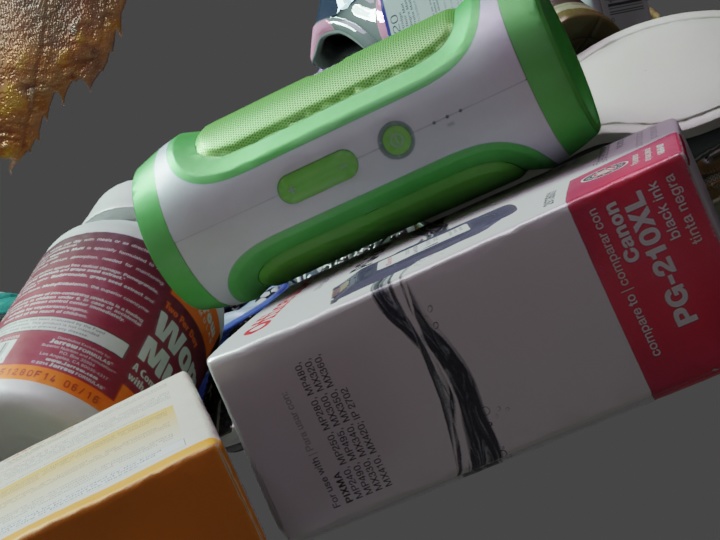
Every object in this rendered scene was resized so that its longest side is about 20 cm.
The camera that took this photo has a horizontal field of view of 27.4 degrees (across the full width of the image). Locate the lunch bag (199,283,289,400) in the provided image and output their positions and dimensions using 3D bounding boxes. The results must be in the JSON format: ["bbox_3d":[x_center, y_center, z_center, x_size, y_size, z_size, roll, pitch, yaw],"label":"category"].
[{"bbox_3d":[-0.126,0.072,0.939,0.200,0.076,0.160,-31,11,-36],"label":"lunch bag"}]

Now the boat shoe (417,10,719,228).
[{"bbox_3d":[0.118,-0.061,0.699,0.199,0.062,0.073,-22,49,10],"label":"boat shoe"}]

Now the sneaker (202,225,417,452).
[{"bbox_3d":[-0.013,0.050,0.771,0.200,0.080,0.074,-35,40,40],"label":"sneaker"}]

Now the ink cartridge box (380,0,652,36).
[{"bbox_3d":[0.097,-0.092,0.838,0.040,0.201,0.200,-16,3,-29],"label":"ink cartridge box"}]

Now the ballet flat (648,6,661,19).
[{"bbox_3d":[0.150,-0.133,0.962,0.070,0.066,0.200,-16,9,34],"label":"ballet flat"}]

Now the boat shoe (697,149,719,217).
[{"bbox_3d":[0.206,-0.068,0.775,0.072,0.076,0.200,-30,8,-37],"label":"boat shoe"}]

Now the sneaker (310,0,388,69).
[{"bbox_3d":[0.047,-0.144,0.947,0.200,0.082,0.070,25,3,43],"label":"sneaker"}]

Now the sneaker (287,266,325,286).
[{"bbox_3d":[0.000,0.000,0.913,0.085,0.077,0.200,-48,30,17],"label":"sneaker"}]

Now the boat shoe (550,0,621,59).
[{"bbox_3d":[0.078,-0.058,0.778,0.071,0.202,0.066,2,37,-22],"label":"boat shoe"}]

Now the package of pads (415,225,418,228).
[{"bbox_3d":[0.114,-0.045,0.983,0.199,0.068,0.154,-21,6,38],"label":"package of pads"}]

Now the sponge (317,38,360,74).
[{"bbox_3d":[-0.012,-0.064,1.034,0.030,0.111,0.201,11,67,57],"label":"sponge"}]

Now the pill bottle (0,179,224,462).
[{"bbox_3d":[-0.136,0.043,0.782,0.109,0.110,0.200,-21,28,29],"label":"pill bottle"}]

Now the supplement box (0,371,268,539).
[{"bbox_3d":[-0.100,0.107,0.547,0.126,0.074,0.200,-26,7,-7],"label":"supplement box"}]

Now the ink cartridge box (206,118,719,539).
[{"bbox_3d":[0.054,0.020,0.608,0.199,0.085,0.145,-24,5,14],"label":"ink cartridge box"}]

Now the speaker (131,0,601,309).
[{"bbox_3d":[0.001,-0.054,0.656,0.199,0.089,0.088,-24,7,15],"label":"speaker"}]

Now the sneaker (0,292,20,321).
[{"bbox_3d":[-0.229,0.100,0.829,0.121,0.083,0.201,-11,52,63],"label":"sneaker"}]
